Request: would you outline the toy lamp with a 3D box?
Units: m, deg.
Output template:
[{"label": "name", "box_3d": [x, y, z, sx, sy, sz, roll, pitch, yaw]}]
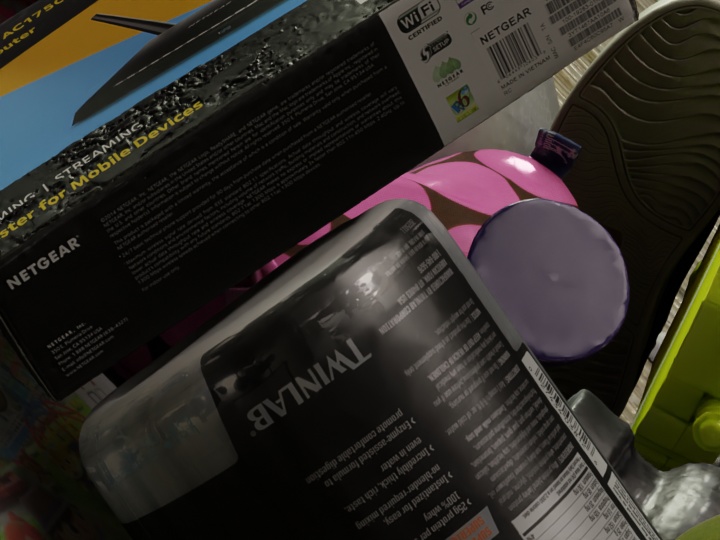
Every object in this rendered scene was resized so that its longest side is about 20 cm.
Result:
[{"label": "toy lamp", "box_3d": [0.032, 0.041, 0.840, 0.058, 0.058, 0.200, 42, -24, 5]}]

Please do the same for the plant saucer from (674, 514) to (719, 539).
[{"label": "plant saucer", "box_3d": [0.140, 0.168, 0.754, 0.031, 0.201, 0.200, -21, 60, -40]}]

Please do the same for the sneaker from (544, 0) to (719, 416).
[{"label": "sneaker", "box_3d": [0.111, -0.035, 1.052, 0.074, 0.201, 0.106, 24, 27, 6]}]

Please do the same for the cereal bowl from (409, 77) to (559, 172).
[{"label": "cereal bowl", "box_3d": [0.032, -0.082, 1.094, 0.200, 0.083, 0.202, 161, -90, -86]}]

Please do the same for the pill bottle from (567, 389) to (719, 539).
[{"label": "pill bottle", "box_3d": [0.122, 0.139, 0.876, 0.200, 0.112, 0.112, 42, 18, 2]}]

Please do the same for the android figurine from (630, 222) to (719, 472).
[{"label": "android figurine", "box_3d": [0.145, 0.008, 0.965, 0.041, 0.183, 0.200, 25, 17, 3]}]

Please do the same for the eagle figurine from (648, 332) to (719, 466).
[{"label": "eagle figurine", "box_3d": [0.190, 0.108, 1.079, 0.150, 0.202, 0.151, 10, -6, -7]}]

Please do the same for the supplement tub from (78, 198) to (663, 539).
[{"label": "supplement tub", "box_3d": [0.022, 0.091, 0.717, 0.201, 0.122, 0.123, 55, 17, -4]}]

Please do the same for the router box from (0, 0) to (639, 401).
[{"label": "router box", "box_3d": [-0.038, -0.060, 0.759, 0.051, 0.199, 0.149, 61, -9, -29]}]

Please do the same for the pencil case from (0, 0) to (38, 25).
[{"label": "pencil case", "box_3d": [-0.133, -0.066, 0.868, 0.199, 0.088, 0.088, 20, 27, -47]}]

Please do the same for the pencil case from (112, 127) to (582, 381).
[{"label": "pencil case", "box_3d": [0.000, 0.000, 0.914, 0.093, 0.091, 0.199, 28, 25, 37]}]

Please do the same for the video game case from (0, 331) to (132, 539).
[{"label": "video game case", "box_3d": [-0.112, 0.056, 0.729, 0.182, 0.022, 0.200, 44, 18, 8]}]
